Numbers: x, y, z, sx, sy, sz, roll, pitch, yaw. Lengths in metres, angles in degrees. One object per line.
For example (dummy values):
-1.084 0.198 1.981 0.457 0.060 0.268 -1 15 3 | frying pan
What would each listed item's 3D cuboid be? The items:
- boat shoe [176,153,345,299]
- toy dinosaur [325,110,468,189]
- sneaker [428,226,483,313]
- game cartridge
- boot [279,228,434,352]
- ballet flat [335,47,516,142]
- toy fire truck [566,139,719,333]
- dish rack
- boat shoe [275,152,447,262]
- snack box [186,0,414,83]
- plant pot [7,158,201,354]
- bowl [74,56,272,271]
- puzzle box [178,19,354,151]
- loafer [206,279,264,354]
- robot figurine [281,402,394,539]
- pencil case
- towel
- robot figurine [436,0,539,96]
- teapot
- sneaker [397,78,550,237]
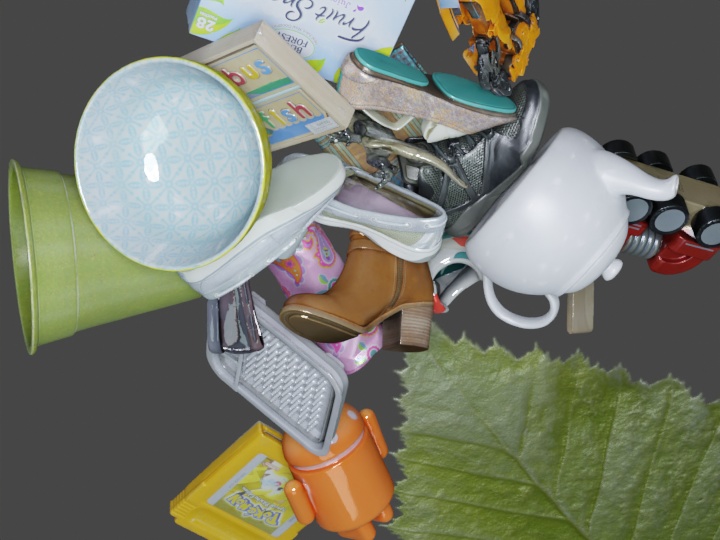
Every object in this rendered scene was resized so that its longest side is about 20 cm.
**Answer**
-0.095 -0.043 1.163 0.200 0.070 0.072 -35 136 0 | boat shoe
0.014 -0.127 1.156 0.199 0.088 0.048 29 118 10 | toy dinosaur
0.058 0.019 1.330 0.199 0.094 0.071 -27 126 9 | sneaker
-0.137 0.309 1.548 0.176 0.033 0.200 34 112 -30 | game cartridge
0.000 0.000 1.231 0.198 0.157 0.077 9 163 -30 | boot
0.062 -0.168 1.144 0.198 0.068 0.068 14 123 -24 | ballet flat
0.320 -0.026 1.340 0.175 0.129 0.201 13 135 -20 | toy fire truck
-0.094 0.112 1.329 0.043 0.199 0.172 -39 157 -35 | dish rack
0.000 -0.080 1.216 0.201 0.075 0.065 29 141 14 | boat shoe
-0.049 -0.284 1.102 0.198 0.068 0.170 17 119 -20 | snack box
-0.264 -0.021 1.200 0.188 0.201 0.201 -5 128 -21 | plant pot
-0.167 -0.108 1.109 0.198 0.108 0.202 3 102 16 | bowl
-0.117 -0.171 1.130 0.199 0.026 0.133 -10 138 47 | puzzle box
-0.131 -0.006 1.233 0.062 0.072 0.202 5 105 5 | loafer
-0.030 0.253 1.458 0.143 0.117 0.201 -25 109 0 | robot figurine
-0.043 0.021 1.291 0.087 0.088 0.201 -28 109 11 | pencil case
0.045 -0.139 1.257 0.146 0.022 0.200 -34 125 14 | towel
0.124 -0.268 1.114 0.058 0.146 0.200 11 154 30 | robot figurine
0.215 -0.041 1.215 0.146 0.200 0.198 40 83 0 | teapot
0.114 -0.130 1.217 0.114 0.077 0.200 21 124 -30 | sneaker
